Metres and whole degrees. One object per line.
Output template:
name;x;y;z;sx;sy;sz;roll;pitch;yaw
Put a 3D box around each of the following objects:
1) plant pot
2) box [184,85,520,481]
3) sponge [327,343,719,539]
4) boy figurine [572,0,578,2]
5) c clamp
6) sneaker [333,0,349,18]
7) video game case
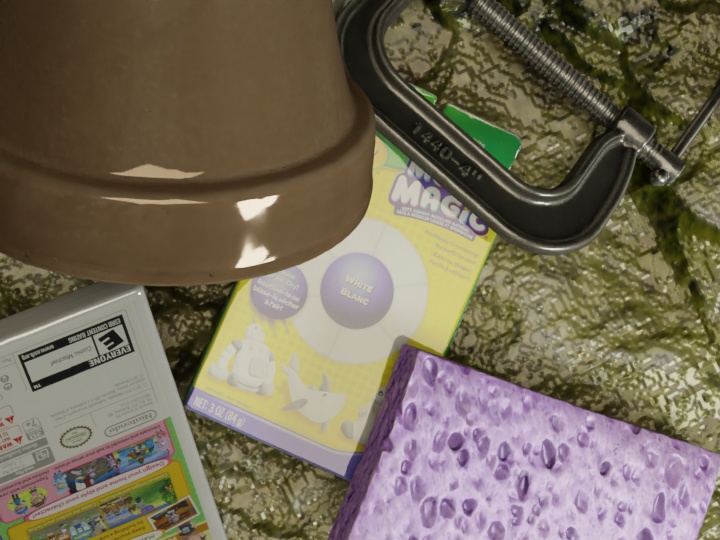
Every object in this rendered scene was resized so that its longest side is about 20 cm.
plant pot;-0.087;-0.117;0.679;0.197;0.201;0.177;1;119;-5
box;0.000;0.000;0.813;0.116;0.048;0.202;23;87;-5
sponge;0.088;0.120;0.807;0.198;0.030;0.113;20;90;-23
boy figurine;0.078;-0.237;0.815;0.124;0.064;0.201;-39;93;-3
c clamp;0.084;-0.095;0.812;0.199;0.027;0.172;35;60;-5
sneaker;-0.058;-0.209;0.795;0.074;0.087;0.202;-11;110;35
video game case;-0.177;0.109;0.761;0.198;0.022;0.184;-22;127;-11
